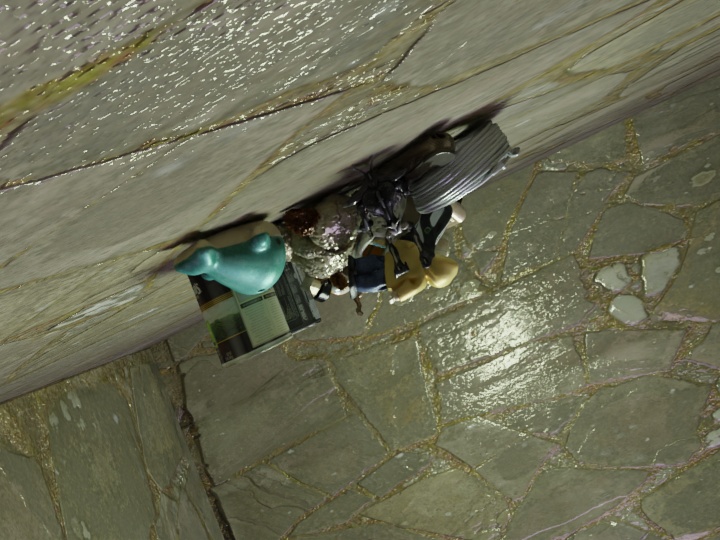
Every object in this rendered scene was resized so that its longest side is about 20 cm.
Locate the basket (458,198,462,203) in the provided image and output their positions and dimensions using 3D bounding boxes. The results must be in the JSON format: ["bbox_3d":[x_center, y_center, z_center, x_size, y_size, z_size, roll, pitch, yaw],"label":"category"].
[{"bbox_3d":[0.142,-0.145,1.309,0.132,0.186,0.200,18,158,-13],"label":"basket"}]

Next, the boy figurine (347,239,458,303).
[{"bbox_3d":[0.073,-0.003,1.004,0.192,0.128,0.065,-6,148,1],"label":"boy figurine"}]

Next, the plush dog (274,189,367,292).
[{"bbox_3d":[-0.058,-0.067,1.036,0.196,0.163,0.173,-23,156,-25],"label":"plush dog"}]

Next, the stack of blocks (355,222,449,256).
[{"bbox_3d":[0.089,-0.032,1.241,0.193,0.060,0.116,12,153,9],"label":"stack of blocks"}]

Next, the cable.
[{"bbox_3d":[0.169,-0.179,0.998,0.198,0.070,0.200,-36,-170,10],"label":"cable"}]

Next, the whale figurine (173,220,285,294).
[{"bbox_3d":[-0.200,-0.011,0.911,0.156,0.107,0.198,-27,173,28],"label":"whale figurine"}]

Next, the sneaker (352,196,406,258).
[{"bbox_3d":[0.043,-0.083,1.083,0.074,0.206,0.081,15,-165,-13],"label":"sneaker"}]

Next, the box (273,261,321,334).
[{"bbox_3d":[-0.184,0.039,1.152,0.155,0.206,0.048,-23,176,17],"label":"box"}]

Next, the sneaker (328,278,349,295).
[{"bbox_3d":[-0.017,-0.030,1.357,0.200,0.075,0.093,-46,162,-33],"label":"sneaker"}]

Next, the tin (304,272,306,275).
[{"bbox_3d":[-0.180,-0.013,1.198,0.195,0.115,0.042,-24,179,16],"label":"tin"}]

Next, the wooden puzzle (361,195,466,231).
[{"bbox_3d":[0.094,-0.130,1.184,0.198,0.182,0.038,-27,-139,46],"label":"wooden puzzle"}]

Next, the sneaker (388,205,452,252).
[{"bbox_3d":[0.112,-0.035,1.112,0.202,0.075,0.116,-52,166,-21],"label":"sneaker"}]

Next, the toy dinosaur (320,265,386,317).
[{"bbox_3d":[0.000,0.000,1.201,0.135,0.198,0.087,-40,161,-44],"label":"toy dinosaur"}]

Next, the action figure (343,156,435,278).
[{"bbox_3d":[0.043,-0.091,0.922,0.116,0.204,0.102,-28,-159,0],"label":"action figure"}]

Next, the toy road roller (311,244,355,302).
[{"bbox_3d":[-0.111,-0.043,1.288,0.121,0.147,0.202,22,111,-43],"label":"toy road roller"}]

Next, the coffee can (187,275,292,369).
[{"bbox_3d":[-0.227,0.058,1.061,0.142,0.206,0.146,-23,178,-1],"label":"coffee can"}]

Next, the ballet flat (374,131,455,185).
[{"bbox_3d":[0.081,-0.178,0.934,0.066,0.048,0.198,1,168,-34],"label":"ballet flat"}]
